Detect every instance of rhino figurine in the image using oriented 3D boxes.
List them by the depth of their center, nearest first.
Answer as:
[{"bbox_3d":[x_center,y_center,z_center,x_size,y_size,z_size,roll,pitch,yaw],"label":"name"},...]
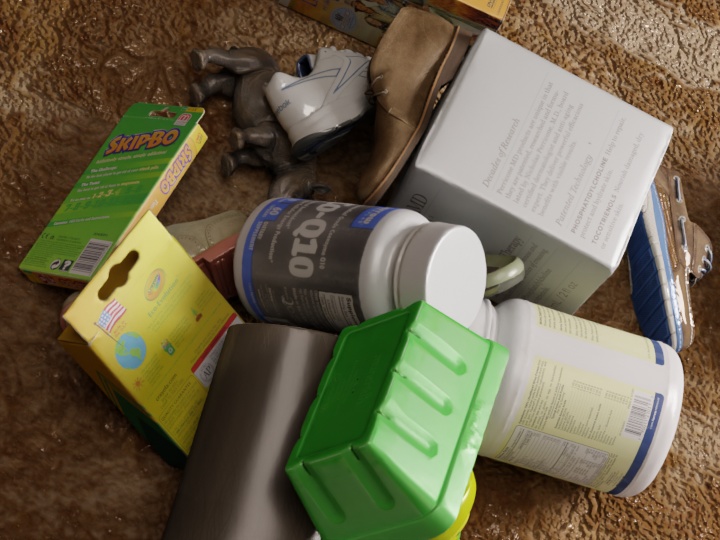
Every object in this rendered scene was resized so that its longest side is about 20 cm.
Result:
[{"bbox_3d":[-0.086,-0.121,1.787,0.087,0.060,0.200,-18,77,-32],"label":"rhino figurine"}]

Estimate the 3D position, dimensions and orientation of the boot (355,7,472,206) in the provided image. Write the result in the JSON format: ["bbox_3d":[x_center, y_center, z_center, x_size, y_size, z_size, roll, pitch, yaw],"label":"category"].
[{"bbox_3d":[0.028,-0.147,1.735,0.075,0.074,0.200,28,67,-11],"label":"boot"}]

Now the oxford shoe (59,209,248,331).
[{"bbox_3d":[-0.179,0.005,1.721,0.200,0.071,0.074,-20,44,-16],"label":"oxford shoe"}]

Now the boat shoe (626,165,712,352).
[{"bbox_3d":[0.297,-0.016,1.840,0.072,0.072,0.201,-2,69,-17],"label":"boat shoe"}]

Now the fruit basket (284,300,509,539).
[{"bbox_3d":[0.047,0.157,1.560,0.215,0.155,0.216,25,55,-42],"label":"fruit basket"}]

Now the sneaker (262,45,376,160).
[{"bbox_3d":[-0.009,-0.175,1.795,0.200,0.074,0.087,-29,82,-48],"label":"sneaker"}]

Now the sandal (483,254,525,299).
[{"bbox_3d":[0.055,-0.010,1.728,0.080,0.200,0.057,-44,124,-49],"label":"sandal"}]

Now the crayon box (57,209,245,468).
[{"bbox_3d":[-0.169,0.059,1.641,0.127,0.051,0.200,-53,125,-26],"label":"crayon box"}]

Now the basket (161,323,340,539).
[{"bbox_3d":[-0.072,0.153,1.614,0.180,0.136,0.201,13,77,-27],"label":"basket"}]

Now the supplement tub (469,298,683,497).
[{"bbox_3d":[0.170,0.109,1.715,0.199,0.145,0.145,17,65,-7],"label":"supplement tub"}]

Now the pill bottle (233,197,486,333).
[{"bbox_3d":[0.000,0.000,1.653,0.200,0.114,0.114,6,58,35],"label":"pill bottle"}]

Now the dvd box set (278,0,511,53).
[{"bbox_3d":[0.030,-0.255,1.825,0.200,0.146,0.029,24,66,-5],"label":"dvd box set"}]

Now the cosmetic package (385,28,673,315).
[{"bbox_3d":[0.146,-0.080,1.773,0.200,0.167,0.167,27,64,-2],"label":"cosmetic package"}]

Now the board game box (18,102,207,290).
[{"bbox_3d":[-0.215,-0.068,1.720,0.095,0.030,0.200,9,59,38],"label":"board game box"}]
